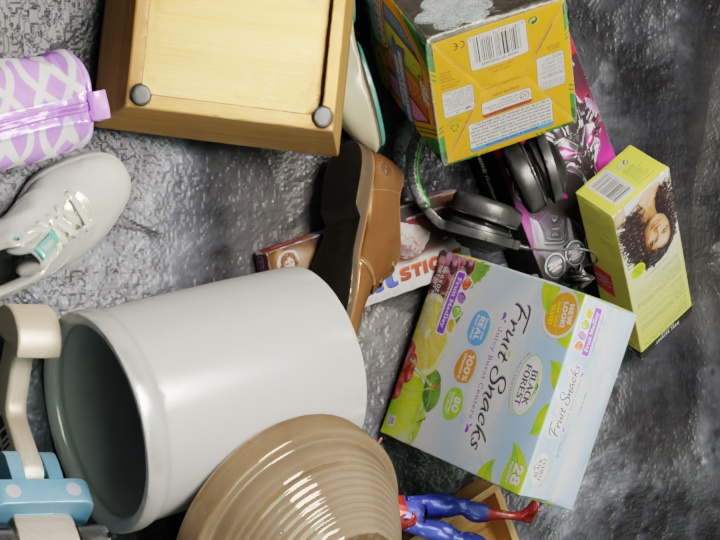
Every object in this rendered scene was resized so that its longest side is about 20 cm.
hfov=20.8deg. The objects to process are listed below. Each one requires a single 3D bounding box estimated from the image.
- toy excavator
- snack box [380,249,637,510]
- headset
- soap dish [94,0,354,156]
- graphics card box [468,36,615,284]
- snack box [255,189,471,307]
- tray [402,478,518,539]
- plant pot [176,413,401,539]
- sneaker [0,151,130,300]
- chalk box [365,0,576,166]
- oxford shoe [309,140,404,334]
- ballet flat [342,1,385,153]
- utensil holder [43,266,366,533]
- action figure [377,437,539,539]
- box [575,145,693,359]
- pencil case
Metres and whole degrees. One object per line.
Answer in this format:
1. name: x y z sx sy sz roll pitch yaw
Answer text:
1. toy excavator: -0.258 0.153 1.469 0.099 0.201 0.195 1 135 -32
2. snack box: 0.119 0.086 1.622 0.067 0.199 0.170 19 89 -36
3. headset: 0.126 -0.061 1.676 0.123 0.094 0.200 -44 90 2
4. soap dish: -0.101 -0.179 1.530 0.198 0.081 0.159 6 90 -13
5. graphics card box: 0.163 -0.097 1.745 0.125 0.051 0.201 -30 108 -28
6. snack box: 0.005 -0.009 1.664 0.199 0.024 0.073 -19 103 -30
7. tray: 0.051 0.272 1.697 0.199 0.037 0.099 -28 106 -27
8. plant pot: -0.035 0.218 1.471 0.200 0.093 0.202 -22 127 -31
9. sneaker: -0.243 -0.022 1.472 0.200 0.088 0.076 -38 109 -26
10. chalk box: 0.079 -0.201 1.617 0.124 0.200 0.125 -19 129 -10
11. oxford shoe: 0.000 0.000 1.608 0.071 0.071 0.202 19 80 -36
12. ballet flat: -0.028 -0.192 1.623 0.069 0.069 0.202 -14 97 -31
13. utensil holder: -0.118 0.094 1.509 0.199 0.169 0.172 -13 99 -32
14. action figure: 0.056 0.195 1.638 0.198 0.099 0.066 7 59 -6
15. box: 0.246 -0.014 1.744 0.075 0.050 0.201 -41 141 -17
16. pencil case: -0.292 -0.106 1.433 0.199 0.085 0.085 -20 103 -30
